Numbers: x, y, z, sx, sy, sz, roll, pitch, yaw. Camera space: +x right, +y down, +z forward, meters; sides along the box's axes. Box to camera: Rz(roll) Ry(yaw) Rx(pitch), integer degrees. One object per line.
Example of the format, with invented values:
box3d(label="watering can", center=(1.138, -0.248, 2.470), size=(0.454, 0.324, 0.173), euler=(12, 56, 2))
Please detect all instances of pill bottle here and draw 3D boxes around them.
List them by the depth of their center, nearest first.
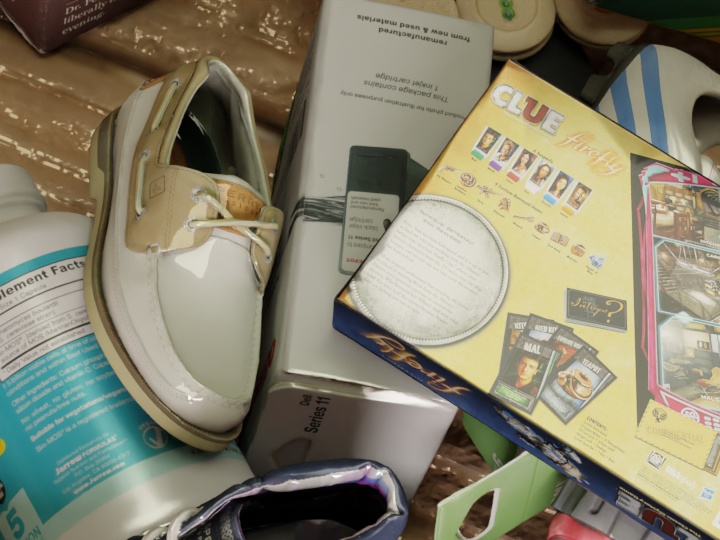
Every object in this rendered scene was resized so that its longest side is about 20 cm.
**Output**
box3d(label="pill bottle", center=(-0.131, 0.052, 1.168), size=(0.111, 0.111, 0.200), euler=(-22, 67, -23))

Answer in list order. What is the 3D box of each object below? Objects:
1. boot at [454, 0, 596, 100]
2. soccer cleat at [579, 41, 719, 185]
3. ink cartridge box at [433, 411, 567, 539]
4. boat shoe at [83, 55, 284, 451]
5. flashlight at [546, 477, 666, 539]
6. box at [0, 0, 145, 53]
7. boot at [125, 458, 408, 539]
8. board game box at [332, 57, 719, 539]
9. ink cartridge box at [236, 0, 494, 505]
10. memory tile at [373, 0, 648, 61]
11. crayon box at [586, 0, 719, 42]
box3d(label="boot", center=(0.108, -0.106, 1.334), size=(0.165, 0.066, 0.200), euler=(-17, 62, -11))
box3d(label="soccer cleat", center=(0.118, -0.027, 1.225), size=(0.086, 0.070, 0.200), euler=(24, 59, 18))
box3d(label="ink cartridge box", center=(0.100, 0.047, 1.158), size=(0.200, 0.104, 0.059), euler=(-30, 71, -14))
box3d(label="boat shoe", center=(-0.073, -0.015, 1.143), size=(0.075, 0.068, 0.200), euler=(25, 35, -36))
box3d(label="flashlight", center=(0.074, 0.176, 1.114), size=(0.068, 0.068, 0.200), euler=(33, 83, -27))
box3d(label="box", center=(-0.127, -0.248, 1.287), size=(0.166, 0.200, 0.164), euler=(-30, 70, -26))
box3d(label="boot", center=(-0.080, 0.121, 1.035), size=(0.200, 0.090, 0.073), euler=(-16, 63, -19))
box3d(label="board game box", center=(0.108, 0.019, 1.095), size=(0.200, 0.035, 0.136), euler=(33, 70, 10))
box3d(label="ink cartridge box", center=(0.000, 0.000, 1.206), size=(0.083, 0.147, 0.200), euler=(11, 61, -6))
box3d(label="memory tile", center=(0.058, -0.193, 1.332), size=(0.153, 0.017, 0.200), euler=(-6, 65, -8))
box3d(label="crayon box", center=(0.180, -0.180, 1.338), size=(0.200, 0.052, 0.126), euler=(10, 60, -46))
